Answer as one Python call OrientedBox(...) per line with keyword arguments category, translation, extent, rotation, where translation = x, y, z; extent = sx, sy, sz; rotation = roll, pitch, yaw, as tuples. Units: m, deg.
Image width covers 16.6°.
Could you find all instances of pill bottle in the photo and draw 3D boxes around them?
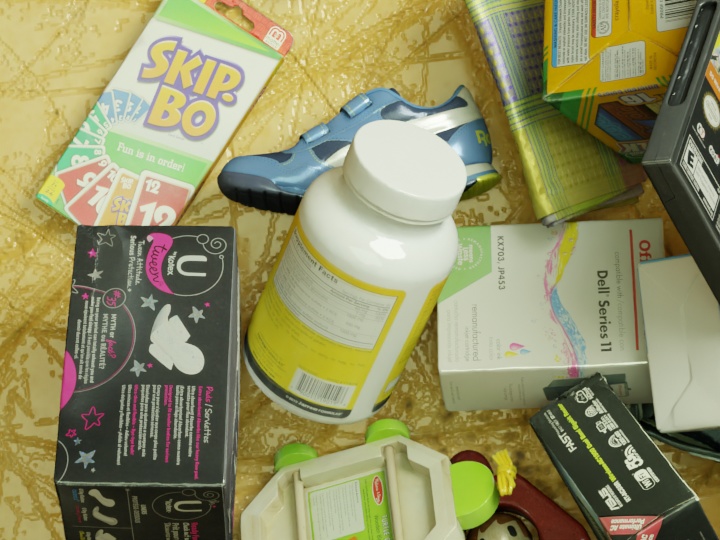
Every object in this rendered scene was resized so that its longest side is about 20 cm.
OrientedBox(category="pill bottle", translation=(0.000, 0.000, 1.669), extent=(0.112, 0.112, 0.200), rotation=(25, 126, 0))

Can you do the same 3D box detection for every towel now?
OrientedBox(category="towel", translation=(0.133, -0.131, 1.714), extent=(0.023, 0.143, 0.201), rotation=(-19, 91, 38))

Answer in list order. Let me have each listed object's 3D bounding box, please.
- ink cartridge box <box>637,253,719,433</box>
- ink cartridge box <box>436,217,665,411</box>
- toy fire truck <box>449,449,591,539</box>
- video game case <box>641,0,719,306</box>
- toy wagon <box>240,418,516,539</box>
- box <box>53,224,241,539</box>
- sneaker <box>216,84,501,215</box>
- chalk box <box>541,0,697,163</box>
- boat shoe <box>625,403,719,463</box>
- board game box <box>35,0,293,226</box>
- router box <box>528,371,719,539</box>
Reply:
OrientedBox(category="ink cartridge box", translation=(0.278, 0.046, 1.670), extent=(0.067, 0.199, 0.116), rotation=(-12, 82, 43))
OrientedBox(category="ink cartridge box", translation=(0.153, 0.029, 1.700), extent=(0.199, 0.067, 0.118), rotation=(-3, 61, 5))
OrientedBox(category="toy fire truck", translation=(0.064, 0.216, 1.718), extent=(0.199, 0.112, 0.168), rotation=(-24, 68, 2))
OrientedBox(category="video game case", translation=(0.247, -0.070, 1.570), extent=(0.025, 0.200, 0.181), rotation=(-3, 49, 34))
OrientedBox(category="toy wagon", translation=(0.015, 0.173, 1.693), extent=(0.199, 0.156, 0.040), rotation=(-16, 134, 9))
OrientedBox(category="box", translation=(-0.138, 0.087, 1.664), extent=(0.114, 0.132, 0.201), rotation=(1, 57, 0))
OrientedBox(category="sneaker", translation=(-0.003, -0.084, 1.737), extent=(0.199, 0.074, 0.083), rotation=(-6, 84, -5))
OrientedBox(category="chalk box", translation=(0.219, -0.151, 1.686), extent=(0.123, 0.200, 0.125), rotation=(-6, 72, 27))
OrientedBox(category="boat shoe", translation=(0.206, 0.081, 1.735), extent=(0.199, 0.062, 0.073), rotation=(28, 92, 2))
OrientedBox(category="board game box", translation=(-0.138, -0.110, 1.758), extent=(0.095, 0.030, 0.200), rotation=(33, 87, 0))
OrientedBox(category="router box", translation=(0.200, 0.186, 1.646), extent=(0.062, 0.150, 0.200), rotation=(-32, 126, -1))
